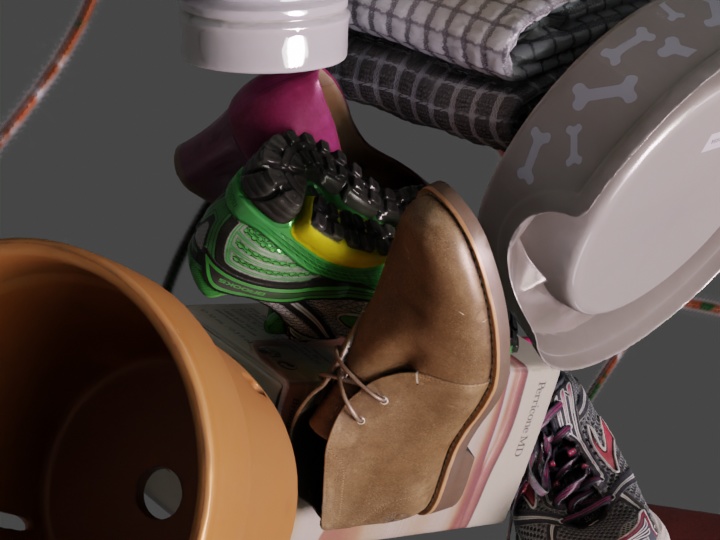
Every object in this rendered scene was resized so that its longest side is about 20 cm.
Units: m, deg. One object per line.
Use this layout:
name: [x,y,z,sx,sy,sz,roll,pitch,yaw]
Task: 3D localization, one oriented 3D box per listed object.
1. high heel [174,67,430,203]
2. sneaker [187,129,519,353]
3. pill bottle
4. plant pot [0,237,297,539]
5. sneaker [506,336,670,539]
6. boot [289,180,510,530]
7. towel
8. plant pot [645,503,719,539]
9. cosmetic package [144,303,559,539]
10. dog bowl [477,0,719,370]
high heel: [0.010,-0.047,1.108,0.200,0.096,0.068,12,57,-46]
sneaker: [0.000,0.000,1.072,0.200,0.078,0.085,26,128,-39]
pill bottle: [-0.045,-0.194,1.007,0.109,0.109,0.200,-16,113,-42]
plant pot: [-0.119,0.093,0.974,0.140,0.200,0.200,16,90,-63]
sneaker: [0.105,0.110,1.209,0.081,0.200,0.075,-22,119,-5]
boot: [0.015,0.048,0.999,0.075,0.074,0.200,-16,138,-25]
towel: [0.080,-0.126,1.116,0.200,0.166,0.086,-22,121,-39]
plant pot: [0.201,0.254,1.347,0.176,0.200,0.200,-54,135,-38]
cosmetic package: [-0.005,0.076,1.132,0.200,0.087,0.103,-3,117,-45]
dog bowl: [0.135,-0.047,1.053,0.200,0.059,0.200,-37,154,-22]
